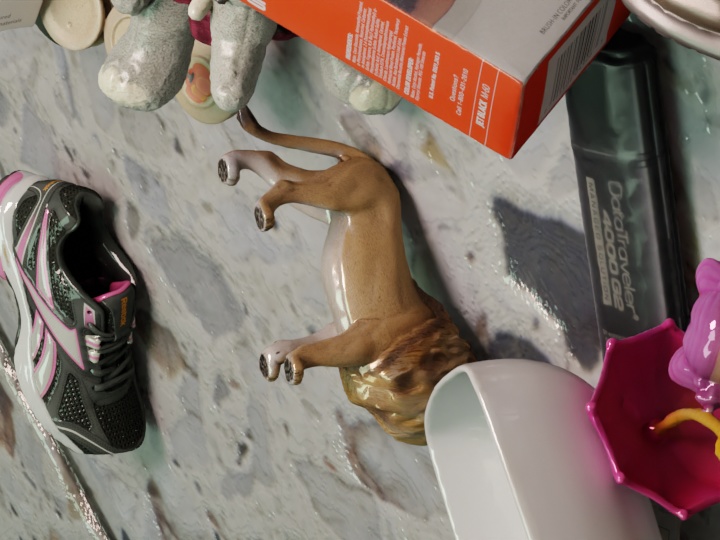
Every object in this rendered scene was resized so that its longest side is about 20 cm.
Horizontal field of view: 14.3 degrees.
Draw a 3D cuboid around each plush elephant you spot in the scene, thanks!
[{"bbox_3d":[-0.054,-0.150,1.439,0.164,0.155,0.201,8,112,2],"label":"plush elephant"}]

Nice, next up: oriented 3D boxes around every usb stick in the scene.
[{"bbox_3d":[0.132,-0.023,1.394,0.055,0.033,0.201,15,125,42],"label":"usb stick"}]

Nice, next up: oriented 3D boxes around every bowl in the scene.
[{"bbox_3d":[0.101,0.142,1.444,0.200,0.074,0.201,119,135,-75],"label":"bowl"}]

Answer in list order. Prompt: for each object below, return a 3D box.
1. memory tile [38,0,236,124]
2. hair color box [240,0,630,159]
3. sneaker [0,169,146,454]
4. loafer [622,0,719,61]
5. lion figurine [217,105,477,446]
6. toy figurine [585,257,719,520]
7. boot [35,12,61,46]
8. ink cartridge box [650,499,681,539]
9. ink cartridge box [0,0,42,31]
[{"bbox_3d":[-0.106,-0.191,1.569,0.153,0.017,0.201,32,123,27],"label":"memory tile"},{"bbox_3d":[0.018,-0.151,1.323,0.199,0.111,0.064,31,149,16],"label":"hair color box"},{"bbox_3d":[-0.179,0.033,1.858,0.086,0.080,0.201,1,120,44],"label":"sneaker"},{"bbox_3d":[0.185,-0.121,1.219,0.200,0.073,0.071,36,130,29],"label":"loafer"},{"bbox_3d":[0.000,0.000,1.556,0.072,0.122,0.201,170,90,-67],"label":"lion figurine"},{"bbox_3d":[0.181,0.059,1.313,0.184,0.149,0.201,33,116,54],"label":"toy figurine"},{"bbox_3d":[-0.170,-0.246,1.654,0.138,0.077,0.201,-34,88,49],"label":"boot"},{"bbox_3d":[0.129,0.178,1.554,0.161,0.050,0.201,19,110,49],"label":"ink cartridge box"},{"bbox_3d":[-0.222,-0.251,1.587,0.146,0.085,0.201,44,126,27],"label":"ink cartridge box"}]
